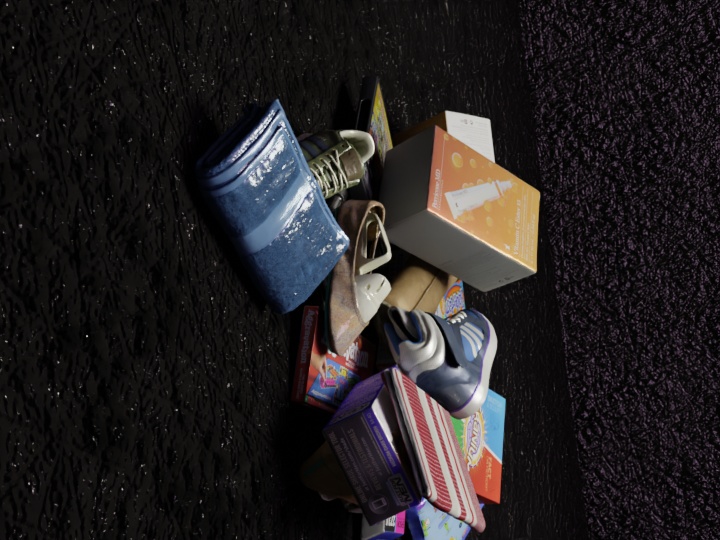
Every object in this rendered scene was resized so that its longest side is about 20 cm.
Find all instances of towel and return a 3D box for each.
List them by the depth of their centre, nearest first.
[{"bbox_3d":[-0.081,-0.055,0.944,0.112,0.048,0.201,-52,142,-25],"label":"towel"},{"bbox_3d":[0.078,0.195,1.054,0.200,0.023,0.145,46,23,-58],"label":"towel"}]

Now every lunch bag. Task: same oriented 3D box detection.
[{"bbox_3d":[0.114,0.326,1.417,0.200,0.093,0.152,-61,142,-50],"label":"lunch bag"}]

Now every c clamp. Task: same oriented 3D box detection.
[{"bbox_3d":[-0.037,-0.039,1.168,0.201,0.027,0.172,-74,157,-51],"label":"c clamp"}]

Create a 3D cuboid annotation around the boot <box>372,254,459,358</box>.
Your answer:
[{"bbox_3d":[0.067,-0.006,1.312,0.176,0.066,0.200,61,38,-18],"label":"boot"}]

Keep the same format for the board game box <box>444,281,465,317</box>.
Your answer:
[{"bbox_3d":[0.128,0.001,1.616,0.152,0.045,0.202,-7,91,-72],"label":"board game box"}]

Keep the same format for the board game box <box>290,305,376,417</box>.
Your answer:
[{"bbox_3d":[-0.026,0.114,1.132,0.200,0.019,0.104,40,54,-65],"label":"board game box"}]

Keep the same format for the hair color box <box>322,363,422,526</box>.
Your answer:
[{"bbox_3d":[0.026,0.180,1.061,0.110,0.064,0.200,63,13,-3],"label":"hair color box"}]

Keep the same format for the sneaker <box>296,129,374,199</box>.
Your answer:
[{"bbox_3d":[-0.042,-0.111,1.064,0.200,0.089,0.068,-57,138,-62],"label":"sneaker"}]

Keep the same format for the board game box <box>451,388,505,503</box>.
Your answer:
[{"bbox_3d":[0.134,0.222,1.344,0.200,0.040,0.154,34,56,-50],"label":"board game box"}]

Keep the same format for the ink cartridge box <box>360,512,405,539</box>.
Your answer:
[{"bbox_3d":[0.031,0.268,1.225,0.095,0.037,0.202,43,52,-67],"label":"ink cartridge box"}]

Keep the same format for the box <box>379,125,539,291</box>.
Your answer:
[{"bbox_3d":[0.129,-0.075,1.276,0.199,0.097,0.125,26,58,-32],"label":"box"}]

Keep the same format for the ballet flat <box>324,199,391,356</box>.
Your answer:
[{"bbox_3d":[0.000,0.000,1.097,0.068,0.067,0.202,60,27,-54],"label":"ballet flat"}]

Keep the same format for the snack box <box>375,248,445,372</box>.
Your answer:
[{"bbox_3d":[0.075,0.088,1.414,0.143,0.052,0.201,63,28,-48],"label":"snack box"}]

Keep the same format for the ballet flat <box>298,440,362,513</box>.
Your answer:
[{"bbox_3d":[-0.008,0.236,1.101,0.200,0.063,0.069,46,13,-53],"label":"ballet flat"}]

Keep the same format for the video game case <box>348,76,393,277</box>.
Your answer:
[{"bbox_3d":[0.018,-0.121,1.316,0.201,0.025,0.182,75,19,-48],"label":"video game case"}]

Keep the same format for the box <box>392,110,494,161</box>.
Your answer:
[{"bbox_3d":[0.129,-0.118,1.476,0.097,0.124,0.202,3,76,-39],"label":"box"}]

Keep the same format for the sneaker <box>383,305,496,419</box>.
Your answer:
[{"bbox_3d":[0.094,0.075,1.218,0.147,0.080,0.201,46,28,-20],"label":"sneaker"}]
